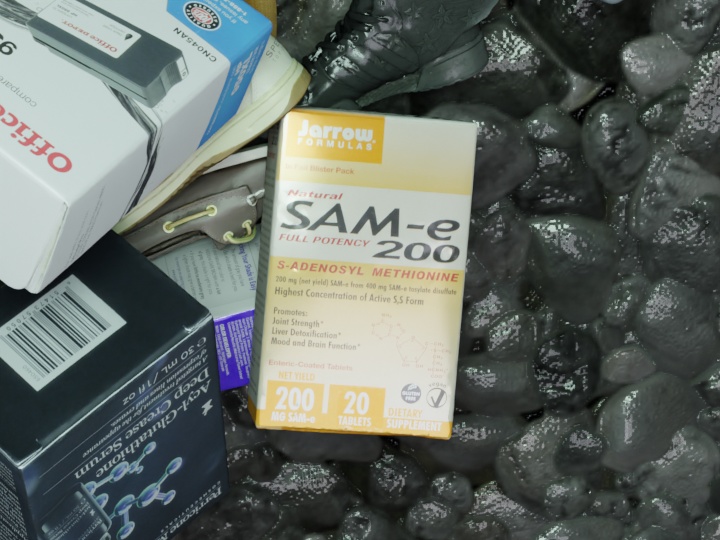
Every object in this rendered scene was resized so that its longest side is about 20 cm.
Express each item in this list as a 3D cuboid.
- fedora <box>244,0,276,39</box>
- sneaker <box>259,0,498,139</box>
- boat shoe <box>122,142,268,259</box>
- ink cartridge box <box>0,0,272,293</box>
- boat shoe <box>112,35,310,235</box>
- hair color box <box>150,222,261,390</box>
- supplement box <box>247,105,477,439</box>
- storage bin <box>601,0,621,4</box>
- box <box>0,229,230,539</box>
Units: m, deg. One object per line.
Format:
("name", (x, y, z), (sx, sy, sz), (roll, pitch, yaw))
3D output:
("fedora", (-0.148, -0.158, 1.391), (0.200, 0.082, 0.201), (-5, 120, -9))
("sneaker", (0.011, -0.162, 1.441), (0.200, 0.060, 0.104), (-18, 121, -7))
("boat shoe", (-0.103, -0.040, 1.465), (0.200, 0.072, 0.060), (-16, 86, 1))
("ink cartridge box", (-0.166, -0.103, 1.220), (0.145, 0.200, 0.084), (37, 137, 6))
("boat shoe", (-0.125, -0.081, 1.356), (0.200, 0.074, 0.066), (-36, 105, 10))
("hair color box", (-0.056, 0.018, 1.497), (0.200, 0.109, 0.065), (-15, 121, -4))
("supplement box", (0.000, 0.000, 1.402), (0.126, 0.074, 0.200), (4, 94, -7))
("storage bin", (0.163, -0.259, 1.351), (0.200, 0.134, 0.146), (-38, 121, -6))
("box", (-0.171, 0.096, 1.347), (0.148, 0.107, 0.200), (-39, 153, -24))
